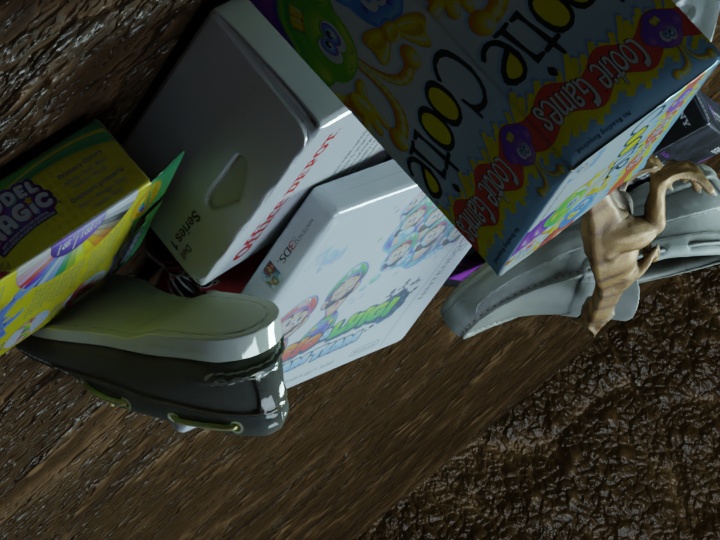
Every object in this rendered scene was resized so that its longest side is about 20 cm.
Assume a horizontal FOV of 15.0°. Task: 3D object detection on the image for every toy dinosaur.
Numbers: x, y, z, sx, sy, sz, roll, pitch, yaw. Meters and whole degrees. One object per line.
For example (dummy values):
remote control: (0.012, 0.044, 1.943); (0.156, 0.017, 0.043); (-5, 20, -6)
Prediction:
toy dinosaur: (0.142, -0.028, 1.533); (0.106, 0.060, 0.200); (-45, 147, -18)

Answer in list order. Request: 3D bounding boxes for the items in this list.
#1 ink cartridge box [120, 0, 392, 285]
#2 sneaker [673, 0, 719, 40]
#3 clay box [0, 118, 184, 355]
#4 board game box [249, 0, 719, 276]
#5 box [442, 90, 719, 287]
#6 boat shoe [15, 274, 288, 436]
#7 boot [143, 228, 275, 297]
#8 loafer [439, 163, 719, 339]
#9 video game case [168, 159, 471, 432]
ink cartridge box: (-0.016, -0.097, 1.405); (0.200, 0.084, 0.145); (-33, 168, -43)
sneaker: (0.163, -0.155, 1.624); (0.200, 0.080, 0.146); (-60, -174, -7)
clay box: (-0.179, 0.003, 1.315); (0.200, 0.048, 0.115); (-37, 169, -32)
board game box: (0.045, -0.118, 1.221); (0.103, 0.200, 0.105); (-36, 168, -30)
box: (0.129, -0.049, 1.667); (0.200, 0.036, 0.143); (-30, 171, 12)
boat shoe: (-0.114, 0.043, 1.393); (0.201, 0.060, 0.072); (8, -152, 44)
boot: (-0.100, 0.004, 1.566); (0.144, 0.072, 0.200); (-25, 152, -57)
loafer: (0.142, 0.000, 1.647); (0.200, 0.070, 0.070); (-24, 171, -17)
video game case: (0.000, 0.000, 1.489); (0.200, 0.024, 0.182); (-21, 154, -48)
